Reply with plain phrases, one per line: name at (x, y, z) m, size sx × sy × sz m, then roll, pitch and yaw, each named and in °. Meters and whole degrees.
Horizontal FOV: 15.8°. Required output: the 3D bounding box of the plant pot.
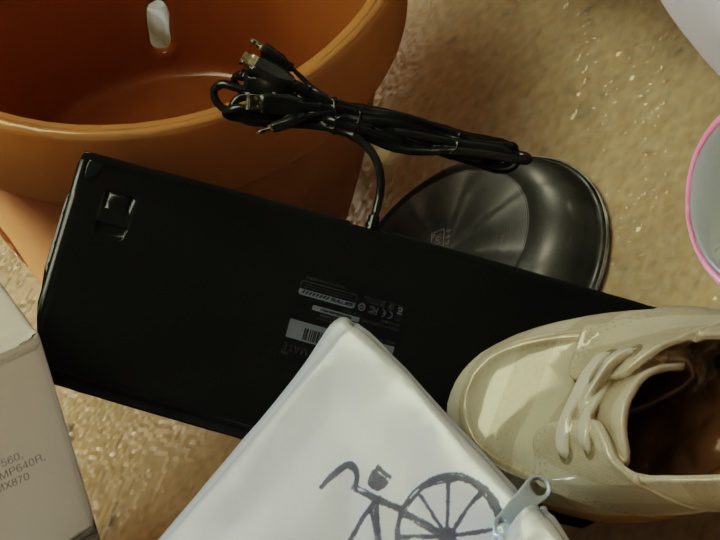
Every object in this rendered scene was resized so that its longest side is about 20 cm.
plant pot at (-0.076, -0.073, 0.977) m, size 0.200 × 0.140 × 0.200 m, roll -3°, pitch 47°, yaw 4°

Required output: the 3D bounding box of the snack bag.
snack bag at (-0.002, 0.137, 0.769) m, size 0.189 × 0.021 × 0.200 m, roll -49°, pitch 62°, yaw 15°

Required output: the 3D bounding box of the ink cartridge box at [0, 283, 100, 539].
ink cartridge box at (-0.145, 0.085, 0.891) m, size 0.085 × 0.200 × 0.146 m, roll -24°, pitch 34°, yaw -15°

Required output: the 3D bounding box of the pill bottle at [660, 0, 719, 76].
pill bottle at (0.186, -0.137, 0.791) m, size 0.200 × 0.120 × 0.120 m, roll -38°, pitch 36°, yaw -8°

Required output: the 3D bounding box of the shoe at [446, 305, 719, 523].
shoe at (0.110, 0.039, 0.768) m, size 0.200 × 0.053 × 0.070 m, roll 2°, pitch 67°, yaw 32°

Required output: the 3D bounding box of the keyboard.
keyboard at (0.000, 0.000, 0.848) m, size 0.021 × 0.200 × 0.127 m, roll 101°, pitch -175°, yaw -85°

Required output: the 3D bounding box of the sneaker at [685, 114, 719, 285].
sneaker at (0.199, -0.016, 0.742) m, size 0.200 × 0.095 × 0.079 m, roll 6°, pitch 86°, yaw 23°

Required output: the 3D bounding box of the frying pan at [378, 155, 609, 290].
frying pan at (0.010, 0.001, 0.961) m, size 0.190 × 0.031 × 0.115 m, roll 2°, pitch 59°, yaw 43°

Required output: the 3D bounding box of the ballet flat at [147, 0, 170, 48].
ballet flat at (-0.090, -0.143, 1.155) m, size 0.073 × 0.073 × 0.200 m, roll -12°, pitch 48°, yaw 39°
